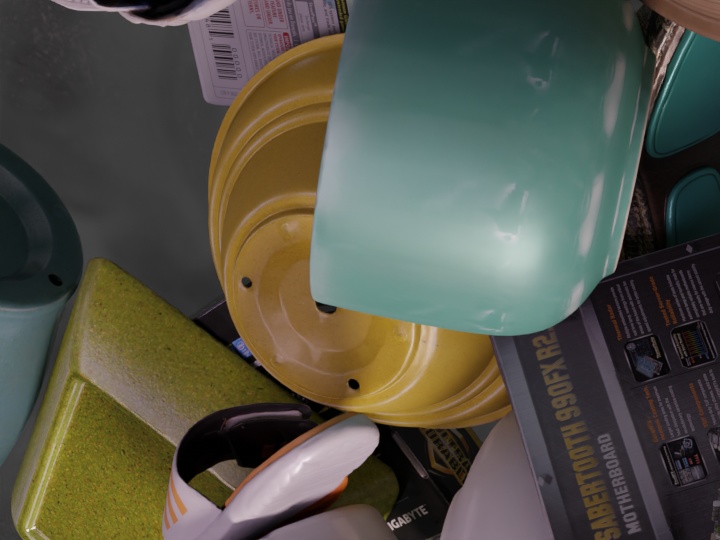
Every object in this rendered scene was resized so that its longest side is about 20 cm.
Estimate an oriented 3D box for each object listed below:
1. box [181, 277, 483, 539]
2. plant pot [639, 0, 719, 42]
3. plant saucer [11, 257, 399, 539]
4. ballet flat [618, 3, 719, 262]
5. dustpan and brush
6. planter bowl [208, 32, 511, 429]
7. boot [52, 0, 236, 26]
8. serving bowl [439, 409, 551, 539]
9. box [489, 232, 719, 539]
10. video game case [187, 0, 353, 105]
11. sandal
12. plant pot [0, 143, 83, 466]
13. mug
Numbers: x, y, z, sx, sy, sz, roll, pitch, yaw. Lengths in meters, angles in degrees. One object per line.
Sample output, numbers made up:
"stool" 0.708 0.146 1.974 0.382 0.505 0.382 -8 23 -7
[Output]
"box" -0.043 0.088 1.229 0.200 0.049 0.160 -33 94 44
"plant pot" 0.147 -0.173 0.851 0.200 0.093 0.201 7 107 23
"plant saucer" -0.098 0.123 1.227 0.200 0.048 0.200 36 133 12
"ballet flat" 0.126 -0.057 1.005 0.075 0.068 0.200 35 138 40
"dustpan and brush" -0.003 0.147 1.125 0.140 0.200 0.057 -39 73 49
"planter bowl" 0.000 0.000 1.065 0.200 0.083 0.201 12 119 23
"boot" -0.099 -0.145 1.050 0.200 0.096 0.074 -12 111 40
"serving bowl" 0.070 0.147 1.073 0.066 0.200 0.200 9 125 11
"box" 0.147 0.075 0.927 0.158 0.200 0.048 -17 136 2
"video game case" -0.012 -0.161 1.059 0.182 0.022 0.200 8 122 32
"sandal" -0.044 0.084 1.065 0.059 0.079 0.207 61 154 11
"plant pot" -0.247 0.028 1.249 0.200 0.200 0.188 44 121 3
"mug" 0.054 -0.064 0.928 0.114 0.185 0.152 11 145 5
